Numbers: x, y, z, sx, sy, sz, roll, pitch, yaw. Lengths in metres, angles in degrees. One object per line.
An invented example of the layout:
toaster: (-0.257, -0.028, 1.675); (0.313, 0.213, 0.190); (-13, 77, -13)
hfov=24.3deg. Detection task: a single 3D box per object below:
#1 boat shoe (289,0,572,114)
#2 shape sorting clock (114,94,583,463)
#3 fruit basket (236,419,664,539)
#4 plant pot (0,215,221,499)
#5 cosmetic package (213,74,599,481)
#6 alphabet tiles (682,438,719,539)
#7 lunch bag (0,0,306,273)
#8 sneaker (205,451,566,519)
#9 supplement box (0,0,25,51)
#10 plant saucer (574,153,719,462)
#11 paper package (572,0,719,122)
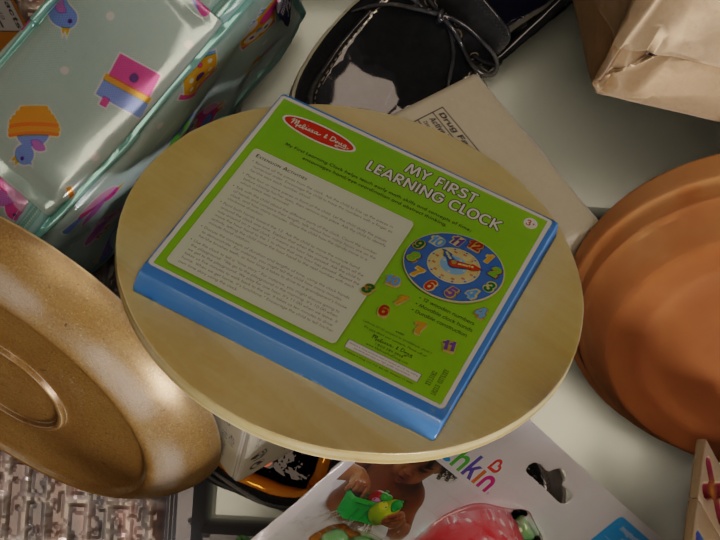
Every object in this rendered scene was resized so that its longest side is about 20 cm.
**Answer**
boat shoe: (0.046, -0.128, 0.842); (0.200, 0.062, 0.075); (-36, 90, -4)
shape sorting clock: (-0.004, 0.000, 0.706); (0.199, 0.039, 0.201); (5, 50, -6)
fruit basket: (0.024, 0.154, 0.763); (0.200, 0.094, 0.185); (-38, 129, 12)
plant pot: (-0.153, 0.042, 0.751); (0.200, 0.200, 0.028); (34, 60, 0)
cosmetic package: (0.000, 0.000, 0.781); (0.200, 0.071, 0.105); (-27, 68, -24)
alphabet tiles: (0.185, 0.178, 0.765); (0.006, 0.200, 0.167); (-11, 40, 29)
lunch bag: (-0.107, -0.082, 0.784); (0.077, 0.160, 0.200); (42, 91, 6)
sneaker: (0.004, 0.097, 0.814); (0.199, 0.077, 0.079); (10, 83, -3)
supplement box: (-0.239, -0.175, 0.822); (0.066, 0.069, 0.201); (-28, 86, 21)
plant saucer: (0.194, 0.030, 0.779); (0.199, 0.201, 0.038); (14, 46, -2)
paper package: (0.191, -0.161, 0.765); (0.190, 0.104, 0.201); (11, 46, -18)
